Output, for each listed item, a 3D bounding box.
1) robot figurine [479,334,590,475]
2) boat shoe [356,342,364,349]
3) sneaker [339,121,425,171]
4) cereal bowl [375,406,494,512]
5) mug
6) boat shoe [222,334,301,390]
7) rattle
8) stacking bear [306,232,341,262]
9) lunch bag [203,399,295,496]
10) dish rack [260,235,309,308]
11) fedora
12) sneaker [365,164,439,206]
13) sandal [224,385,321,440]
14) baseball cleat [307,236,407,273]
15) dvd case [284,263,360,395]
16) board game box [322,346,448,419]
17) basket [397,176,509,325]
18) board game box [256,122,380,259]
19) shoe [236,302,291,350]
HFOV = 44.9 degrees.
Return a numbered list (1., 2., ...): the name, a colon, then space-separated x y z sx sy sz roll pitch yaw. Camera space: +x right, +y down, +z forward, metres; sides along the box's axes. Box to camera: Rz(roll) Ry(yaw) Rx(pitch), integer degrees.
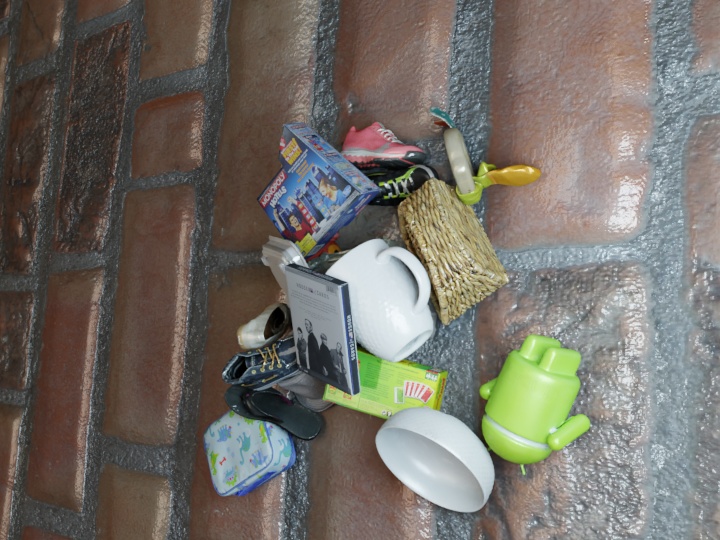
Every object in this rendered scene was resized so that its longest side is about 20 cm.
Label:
1. robot figurine: 0.253 0.199 1.304 0.175 0.115 0.201 32 105 48
2. boat shoe: 0.016 0.124 1.579 0.063 0.071 0.201 17 92 25
3. sneaker: 0.037 -0.234 1.611 0.199 0.074 0.087 8 85 43
4. cereal bowl: 0.128 0.288 1.387 0.199 0.201 0.083 2 43 43
5. mug: 0.045 0.045 1.452 0.176 0.147 0.200 51 136 17
6. boat shoe: -0.162 0.164 1.591 0.200 0.091 0.071 -35 60 31
7. rattle: 0.201 -0.215 1.459 0.142 0.130 0.201 -30 37 24
8. stacking bear: -0.081 -0.091 1.678 0.113 0.121 0.201 -9 84 40
9. lunch bag: -0.225 0.356 1.750 0.200 0.082 0.161 -39 58 31
10. dish rack: -0.126 0.022 1.636 0.172 0.043 0.200 61 166 -16
11. fedora: -0.102 0.172 1.659 0.200 0.090 0.177 -43 56 30
12. sneaker: 0.055 -0.140 1.560 0.199 0.083 0.072 -3 108 48
13. sandal: -0.166 0.259 1.669 0.199 0.048 0.076 20 62 10
14. baseball cleat: 0.000 0.000 1.616 0.199 0.107 0.070 -8 41 18
15. dvd case: -0.064 0.098 1.466 0.150 0.025 0.201 19 121 46
16. board game box: 0.042 0.199 1.502 0.199 0.048 0.102 14 94 22
17. basket: 0.123 -0.030 1.440 0.149 0.142 0.201 -36 60 26
18. board game box: -0.093 -0.157 1.577 0.200 0.062 0.200 -44 74 35
19. shoe: -0.169 0.106 1.680 0.053 0.200 0.070 -16 98 23
